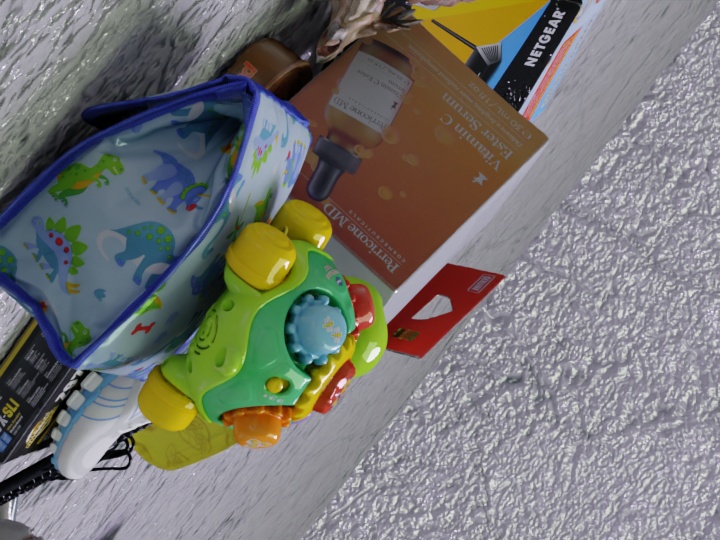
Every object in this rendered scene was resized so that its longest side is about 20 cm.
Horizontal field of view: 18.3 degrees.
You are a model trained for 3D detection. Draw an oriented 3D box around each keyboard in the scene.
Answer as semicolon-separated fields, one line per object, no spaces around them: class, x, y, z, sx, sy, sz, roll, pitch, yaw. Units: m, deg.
keyboard;-0.211;0.148;1.708;0.199;0.040;0.104;-28;-179;21

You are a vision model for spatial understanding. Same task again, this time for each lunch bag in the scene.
lunch bag;-0.121;-0.038;1.389;0.200;0.128;0.170;-42;171;4

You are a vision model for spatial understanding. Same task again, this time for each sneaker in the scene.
sneaker;-0.143;0.083;1.588;0.200;0.087;0.075;-52;172;16

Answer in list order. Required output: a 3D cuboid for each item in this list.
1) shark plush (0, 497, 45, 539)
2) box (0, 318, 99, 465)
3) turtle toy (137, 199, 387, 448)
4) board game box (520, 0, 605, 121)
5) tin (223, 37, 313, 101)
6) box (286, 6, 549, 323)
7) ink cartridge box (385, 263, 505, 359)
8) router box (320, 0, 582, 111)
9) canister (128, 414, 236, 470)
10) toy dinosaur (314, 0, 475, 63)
shark plush;-0.308;0.268;1.804;0.200;0.083;0.091;-56;170;29
box;-0.187;0.040;1.614;0.200;0.049;0.160;-53;168;15
turtle toy;-0.045;0.040;1.396;0.146;0.101;0.200;-57;172;20
board game box;0.125;-0.176;1.884;0.196;0.056;0.200;-43;166;-45
tin;-0.082;-0.101;1.613;0.112;0.042;0.200;-54;172;-10
box;0.009;-0.063;1.595;0.200;0.152;0.106;-45;174;-37
ink cartridge box;0.000;0.000;1.699;0.200;0.173;0.044;-39;136;-61
router box;0.061;-0.167;1.712;0.200;0.148;0.051;119;-23;-45
canister;-0.104;0.073;1.939;0.148;0.087;0.200;-26;-166;44
toy dinosaur;0.057;-0.210;1.571;0.199;0.086;0.136;-5;148;-29
